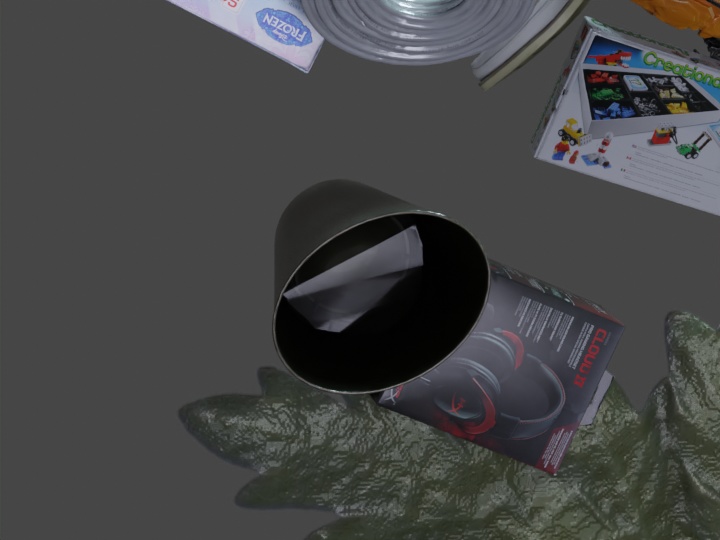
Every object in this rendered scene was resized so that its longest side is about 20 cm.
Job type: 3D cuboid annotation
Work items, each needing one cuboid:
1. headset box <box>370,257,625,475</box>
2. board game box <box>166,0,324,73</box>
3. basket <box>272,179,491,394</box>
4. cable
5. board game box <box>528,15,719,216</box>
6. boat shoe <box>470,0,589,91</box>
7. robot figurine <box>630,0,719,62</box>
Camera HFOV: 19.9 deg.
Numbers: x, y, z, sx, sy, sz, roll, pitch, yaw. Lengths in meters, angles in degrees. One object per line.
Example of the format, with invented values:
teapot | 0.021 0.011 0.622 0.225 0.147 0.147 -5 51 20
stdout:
headset box | 0.124 0.077 1.786 0.199 0.075 0.149 23 98 -15
board game box | -0.086 -0.294 1.667 0.199 0.041 0.200 26 97 -17
basket | 0.000 0.000 1.677 0.180 0.200 0.136 -27 108 -2
cable | 0.046 -0.242 1.603 0.199 0.069 0.200 16 143 -21
board game box | 0.260 -0.129 1.767 0.199 0.035 0.127 17 115 -15
boat shoe | 0.155 -0.234 1.700 0.068 0.075 0.200 46 116 1
robot figurine | 0.316 -0.241 1.731 0.199 0.058 0.145 23 137 -20
